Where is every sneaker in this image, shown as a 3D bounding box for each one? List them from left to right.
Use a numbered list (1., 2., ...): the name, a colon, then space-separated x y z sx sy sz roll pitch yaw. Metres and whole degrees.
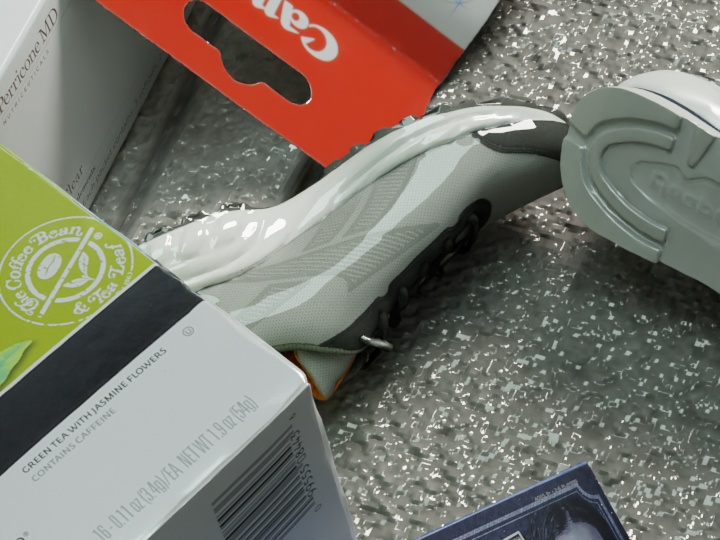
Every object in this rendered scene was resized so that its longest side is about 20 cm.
1. sneaker: 0.000 0.000 0.926 0.199 0.074 0.080 -27 72 -11
2. sneaker: 0.170 -0.013 0.897 0.200 0.077 0.080 39 31 21

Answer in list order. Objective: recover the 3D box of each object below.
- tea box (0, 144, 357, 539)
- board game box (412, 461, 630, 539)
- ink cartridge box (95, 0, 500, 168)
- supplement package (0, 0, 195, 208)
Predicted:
1. tea box: -0.107 0.083 0.786 0.196 0.201 0.134 34 65 31
2. board game box: 0.028 0.148 0.718 0.199 0.035 0.136 -19 76 -45
3. ink cartridge box: -0.007 -0.152 0.998 0.162 0.057 0.201 35 50 -16
4. supplement package: -0.168 -0.115 1.016 0.155 0.111 0.201 10 55 19
